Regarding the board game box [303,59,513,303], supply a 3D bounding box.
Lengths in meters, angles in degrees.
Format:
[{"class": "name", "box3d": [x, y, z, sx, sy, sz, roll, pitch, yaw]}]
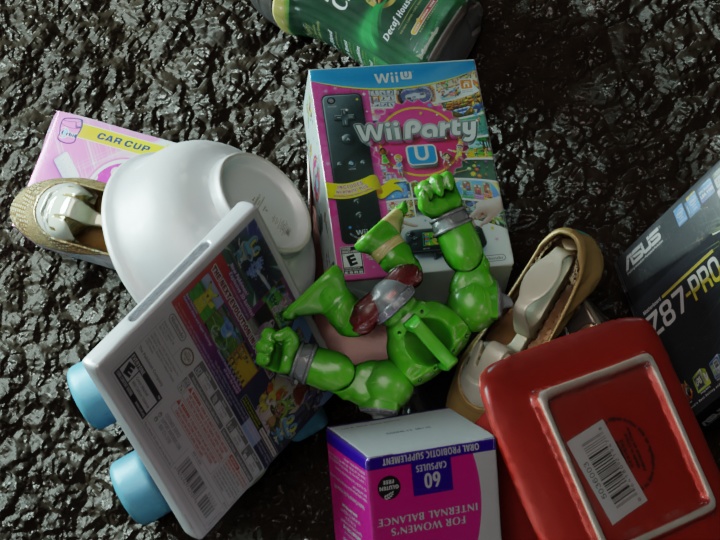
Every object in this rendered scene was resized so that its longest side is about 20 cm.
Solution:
[{"class": "board game box", "box3d": [0.036, -0.072, 1.606, 0.147, 0.064, 0.201, -5, 62, -8]}]

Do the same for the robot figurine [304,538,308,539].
[{"class": "robot figurine", "box3d": [-0.015, 0.314, 1.526, 0.169, 0.113, 0.201, 11, 70, -24]}]

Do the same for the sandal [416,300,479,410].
[{"class": "sandal", "box3d": [0.087, 0.048, 1.594, 0.076, 0.043, 0.201, 10, 58, -11]}]

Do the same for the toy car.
[{"class": "toy car", "box3d": [-0.150, 0.095, 1.579, 0.184, 0.200, 0.178, -28, 76, 3]}]

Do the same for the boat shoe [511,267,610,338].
[{"class": "boat shoe", "box3d": [0.192, 0.082, 1.575, 0.074, 0.073, 0.201, -37, 75, 23]}]

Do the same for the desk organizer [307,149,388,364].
[{"class": "desk organizer", "box3d": [0.000, 0.000, 1.651, 0.077, 0.072, 0.201, -5, 71, 10]}]

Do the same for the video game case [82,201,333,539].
[{"class": "video game case", "box3d": [-0.108, 0.078, 1.487, 0.023, 0.200, 0.182, 19, 56, 42]}]

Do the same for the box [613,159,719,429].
[{"class": "box", "box3d": [0.296, 0.007, 1.515, 0.200, 0.049, 0.162, -47, 49, 44]}]

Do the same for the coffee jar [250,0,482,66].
[{"class": "coffee jar", "box3d": [0.002, -0.236, 1.720, 0.199, 0.085, 0.105, 28, 80, 21]}]

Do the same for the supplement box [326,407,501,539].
[{"class": "supplement box", "box3d": [0.043, 0.215, 1.420, 0.101, 0.103, 0.201, -8, 101, -17]}]

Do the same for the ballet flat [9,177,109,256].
[{"class": "ballet flat", "box3d": [-0.217, -0.044, 1.648, 0.199, 0.065, 0.071, 12, 79, 17]}]

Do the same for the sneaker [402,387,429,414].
[{"class": "sneaker", "box3d": [0.098, 0.174, 1.580, 0.079, 0.076, 0.201, -20, 66, -17]}]

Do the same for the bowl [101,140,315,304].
[{"class": "bowl", "box3d": [-0.104, -0.032, 1.564, 0.090, 0.201, 0.202, -39, 63, 35]}]

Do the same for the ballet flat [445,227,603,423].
[{"class": "ballet flat", "box3d": [0.119, 0.050, 1.517, 0.068, 0.063, 0.201, 28, 83, 25]}]

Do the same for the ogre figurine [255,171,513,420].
[{"class": "ogre figurine", "box3d": [0.026, 0.032, 1.482, 0.200, 0.098, 0.120, -42, 88, -23]}]

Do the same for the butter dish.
[{"class": "butter dish", "box3d": [0.159, 0.160, 1.474, 0.148, 0.199, 0.201, -33, 77, 49]}]

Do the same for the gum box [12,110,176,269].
[{"class": "gum box", "box3d": [-0.203, -0.059, 1.721, 0.199, 0.066, 0.114, 16, 77, 17]}]
